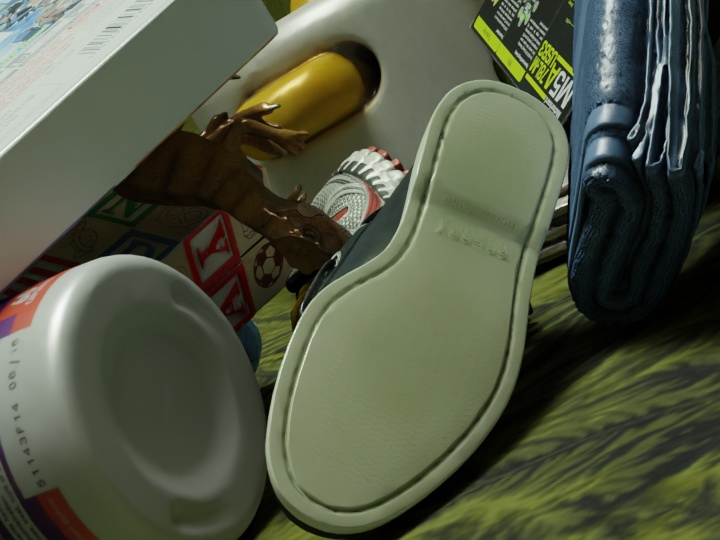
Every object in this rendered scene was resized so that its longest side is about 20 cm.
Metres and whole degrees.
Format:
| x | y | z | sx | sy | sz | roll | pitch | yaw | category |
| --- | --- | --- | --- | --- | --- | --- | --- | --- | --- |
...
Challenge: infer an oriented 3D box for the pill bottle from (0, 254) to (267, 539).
| x | y | z | sx | sy | sz | roll | pitch | yaw | category |
| --- | --- | --- | --- | --- | --- | --- | --- | --- | --- |
| -0.141 | 0.076 | 0.808 | 0.199 | 0.112 | 0.111 | -22 | 11 | 32 | pill bottle |

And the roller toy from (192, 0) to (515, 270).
| x | y | z | sx | sy | sz | roll | pitch | yaw | category |
| --- | --- | --- | --- | --- | --- | --- | --- | --- | --- |
| 0.004 | -0.095 | 1.187 | 0.200 | 0.140 | 0.182 | -33 | 5 | -23 | roller toy |

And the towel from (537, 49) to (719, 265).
| x | y | z | sx | sy | sz | roll | pitch | yaw | category |
| --- | --- | --- | --- | --- | --- | --- | --- | --- | --- |
| 0.113 | -0.053 | 1.012 | 0.132 | 0.035 | 0.200 | -25 | 10 | 16 | towel |

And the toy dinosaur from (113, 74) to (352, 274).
| x | y | z | sx | sy | sz | roll | pitch | yaw | category |
| --- | --- | --- | --- | --- | --- | --- | --- | --- | --- |
| -0.087 | -0.046 | 0.887 | 0.199 | 0.061 | 0.106 | 9 | 40 | 31 | toy dinosaur |

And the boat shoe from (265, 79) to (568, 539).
| x | y | z | sx | sy | sz | roll | pitch | yaw | category |
| --- | --- | --- | --- | --- | --- | --- | --- | --- | --- |
| 0.015 | 0.021 | 0.758 | 0.066 | 0.074 | 0.200 | 117 | 175 | -51 | boat shoe |

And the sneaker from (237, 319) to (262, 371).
| x | y | z | sx | sy | sz | roll | pitch | yaw | category |
| --- | --- | --- | --- | --- | --- | --- | --- | --- | --- |
| -0.133 | 0.067 | 0.952 | 0.199 | 0.079 | 0.090 | -29 | 13 | -6 | sneaker |

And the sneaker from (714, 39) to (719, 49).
| x | y | z | sx | sy | sz | roll | pitch | yaw | category |
| --- | --- | --- | --- | --- | --- | --- | --- | --- | --- |
| 0.202 | -0.138 | 1.041 | 0.200 | 0.092 | 0.076 | -38 | -24 | -53 | sneaker |

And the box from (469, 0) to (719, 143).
| x | y | z | sx | sy | sz | roll | pitch | yaw | category |
| --- | --- | --- | --- | --- | --- | --- | --- | --- | --- |
| 0.128 | -0.157 | 0.954 | 0.194 | 0.047 | 0.200 | -62 | 16 | 13 | box |

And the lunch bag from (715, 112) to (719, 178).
| x | y | z | sx | sy | sz | roll | pitch | yaw | category |
| --- | --- | --- | --- | --- | --- | --- | --- | --- | --- |
| 0.213 | -0.109 | 0.782 | 0.200 | 0.118 | 0.164 | -32 | 10 | 28 | lunch bag |

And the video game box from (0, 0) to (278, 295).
| x | y | z | sx | sy | sz | roll | pitch | yaw | category |
| --- | --- | --- | --- | --- | --- | --- | --- | --- | --- |
| -0.152 | -0.043 | 0.852 | 0.200 | 0.047 | 0.182 | -46 | 28 | -25 | video game box |

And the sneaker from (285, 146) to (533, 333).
| x | y | z | sx | sy | sz | roll | pitch | yaw | category |
| --- | --- | --- | --- | --- | --- | --- | --- | --- | --- |
| 0.000 | 0.000 | 0.918 | 0.082 | 0.078 | 0.200 | -31 | 9 | -8 | sneaker |

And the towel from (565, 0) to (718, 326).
| x | y | z | sx | sy | sz | roll | pitch | yaw | category |
| --- | --- | --- | --- | --- | --- | --- | --- | --- | --- |
| 0.102 | -0.089 | 0.786 | 0.048 | 0.201 | 0.112 | 4 | -29 | 1 | towel |

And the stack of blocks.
| x | y | z | sx | sy | sz | roll | pitch | yaw | category |
| --- | --- | --- | --- | --- | --- | --- | --- | --- | --- |
| -0.144 | -0.008 | 0.960 | 0.199 | 0.059 | 0.115 | 13 | 42 | 35 | stack of blocks |
